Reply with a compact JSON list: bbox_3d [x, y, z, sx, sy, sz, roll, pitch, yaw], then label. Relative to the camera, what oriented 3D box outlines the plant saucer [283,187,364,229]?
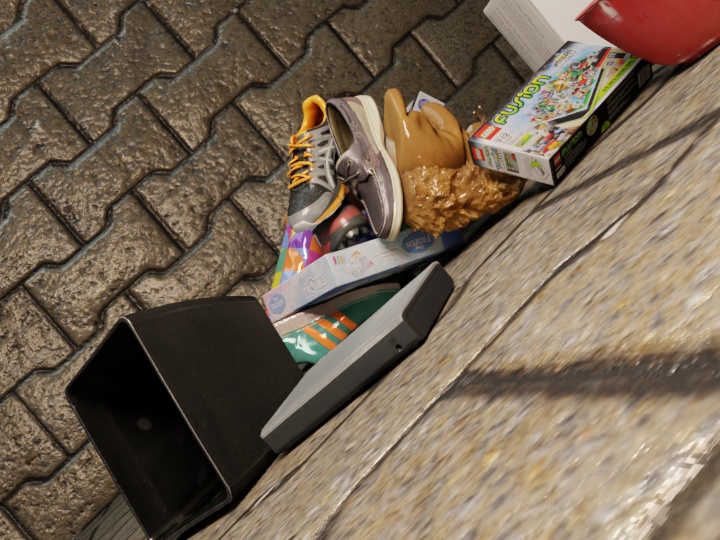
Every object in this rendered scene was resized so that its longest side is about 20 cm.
[{"bbox_3d":[-0.030,-0.111,1.311,0.198,0.038,0.200,-33,-10,-6],"label":"plant saucer"}]

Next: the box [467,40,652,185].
[{"bbox_3d":[0.217,-0.175,0.901,0.109,0.035,0.200,21,56,42],"label":"box"}]

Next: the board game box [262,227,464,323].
[{"bbox_3d":[0.000,0.000,1.061,0.196,0.044,0.199,-18,-6,-31],"label":"board game box"}]

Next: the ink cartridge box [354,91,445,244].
[{"bbox_3d":[0.053,-0.133,1.145,0.094,0.043,0.204,143,148,-72],"label":"ink cartridge box"}]

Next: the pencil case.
[{"bbox_3d":[-0.083,0.011,1.194,0.088,0.086,0.205,146,139,-70],"label":"pencil case"}]

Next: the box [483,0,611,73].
[{"bbox_3d":[0.299,-0.340,1.062,0.198,0.201,0.131,-42,2,-6],"label":"box"}]

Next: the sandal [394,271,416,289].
[{"bbox_3d":[-0.002,0.052,1.144,0.199,0.045,0.075,-42,3,34],"label":"sandal"}]

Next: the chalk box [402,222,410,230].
[{"bbox_3d":[0.097,-0.106,1.269,0.200,0.124,0.124,-43,2,1],"label":"chalk box"}]

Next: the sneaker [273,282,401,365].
[{"bbox_3d":[-0.032,0.080,1.038,0.196,0.082,0.071,-23,-7,4],"label":"sneaker"}]

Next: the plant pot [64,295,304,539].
[{"bbox_3d":[-0.168,0.142,0.901,0.176,0.202,0.199,-26,-10,-45],"label":"plant pot"}]

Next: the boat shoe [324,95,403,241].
[{"bbox_3d":[0.001,-0.122,0.983,0.063,0.204,0.072,-2,-29,-21],"label":"boat shoe"}]

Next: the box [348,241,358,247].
[{"bbox_3d":[0.000,-0.014,1.339,0.058,0.120,0.200,3,8,4],"label":"box"}]

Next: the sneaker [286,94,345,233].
[{"bbox_3d":[-0.060,-0.131,1.031,0.077,0.077,0.203,-19,43,32],"label":"sneaker"}]

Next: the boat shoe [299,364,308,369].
[{"bbox_3d":[-0.093,0.110,1.353,0.072,0.068,0.200,-43,3,-2],"label":"boat shoe"}]

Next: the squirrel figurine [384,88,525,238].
[{"bbox_3d":[0.123,-0.118,1.009,0.202,0.182,0.144,-117,33,-48],"label":"squirrel figurine"}]

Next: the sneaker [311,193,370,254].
[{"bbox_3d":[-0.040,-0.073,1.077,0.070,0.099,0.200,-32,9,-4],"label":"sneaker"}]

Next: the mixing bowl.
[{"bbox_3d":[0.313,-0.271,0.795,0.200,0.109,0.200,-42,4,3],"label":"mixing bowl"}]

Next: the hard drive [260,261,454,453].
[{"bbox_3d":[-0.002,0.084,0.806,0.199,0.033,0.140,-43,3,27],"label":"hard drive"}]
